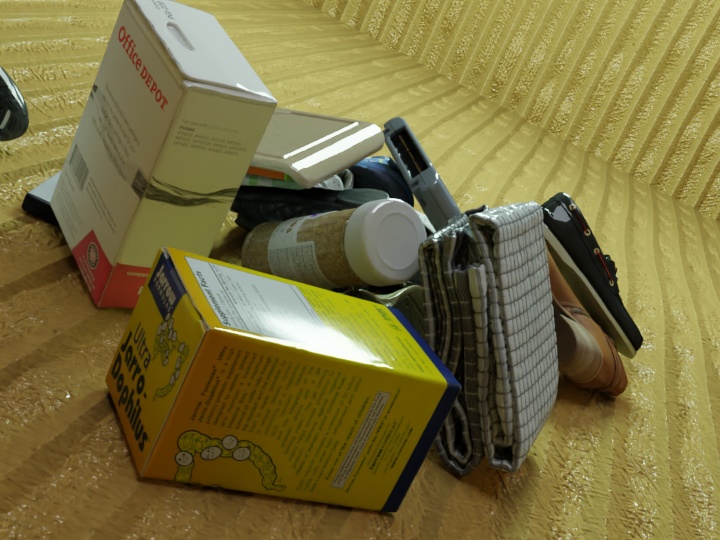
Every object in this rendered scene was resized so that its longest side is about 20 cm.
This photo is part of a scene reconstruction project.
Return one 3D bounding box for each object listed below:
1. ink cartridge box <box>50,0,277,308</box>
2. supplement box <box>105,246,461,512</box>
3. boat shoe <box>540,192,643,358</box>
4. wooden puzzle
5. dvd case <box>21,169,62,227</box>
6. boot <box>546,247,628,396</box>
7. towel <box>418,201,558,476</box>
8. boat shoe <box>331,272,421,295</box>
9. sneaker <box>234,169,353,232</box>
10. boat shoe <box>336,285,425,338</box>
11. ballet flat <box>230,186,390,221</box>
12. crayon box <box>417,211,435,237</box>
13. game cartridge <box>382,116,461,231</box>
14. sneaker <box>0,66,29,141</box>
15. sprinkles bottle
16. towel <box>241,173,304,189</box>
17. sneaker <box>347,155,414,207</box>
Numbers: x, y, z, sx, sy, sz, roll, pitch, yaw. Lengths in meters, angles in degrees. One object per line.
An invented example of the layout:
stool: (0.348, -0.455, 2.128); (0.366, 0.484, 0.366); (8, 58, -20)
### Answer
ink cartridge box: (-0.160, -0.092, 0.887); (0.084, 0.202, 0.146); (4, 35, -37)
supplement box: (-0.053, 0.077, 0.759); (0.198, 0.111, 0.109); (16, 20, -32)
boat shoe: (0.258, 0.007, 1.251); (0.203, 0.063, 0.074); (54, -12, -9)
wooden puzzle: (-0.098, -0.124, 1.077); (0.197, 0.038, 0.185); (17, 25, 20)
dvd case: (-0.216, -0.059, 1.055); (0.141, 0.018, 0.200); (25, 17, -4)
boot: (0.214, 0.045, 1.226); (0.154, 0.073, 0.202); (29, 35, -51)
towel: (0.103, 0.048, 0.937); (0.084, 0.204, 0.165); (-5, 8, 22)
boat shoe: (0.000, 0.000, 1.122); (0.196, 0.058, 0.069); (7, -18, -13)
sneaker: (-0.066, -0.078, 1.201); (0.073, 0.090, 0.199); (24, 16, 19)
boat shoe: (-0.003, 0.052, 0.991); (0.062, 0.074, 0.200); (-14, 1, 30)
ballet flat: (-0.053, -0.052, 1.070); (0.197, 0.058, 0.066); (11, 29, 32)
crayon box: (0.083, -0.005, 1.277); (0.124, 0.052, 0.200); (26, 17, -2)
game cartridge: (0.082, -0.078, 1.232); (0.134, 0.040, 0.201); (60, 5, -29)
sneaker: (-0.379, -0.188, 1.098); (0.199, 0.075, 0.079); (37, 15, 28)
sprinkles bottle: (-0.028, -0.017, 0.972); (0.067, 0.070, 0.199); (14, -12, -34)
towel: (-0.153, -0.104, 1.089); (0.196, 0.024, 0.153); (1, 21, -5)
sneaker: (0.024, -0.098, 1.308); (0.081, 0.075, 0.200); (-16, 16, -18)
